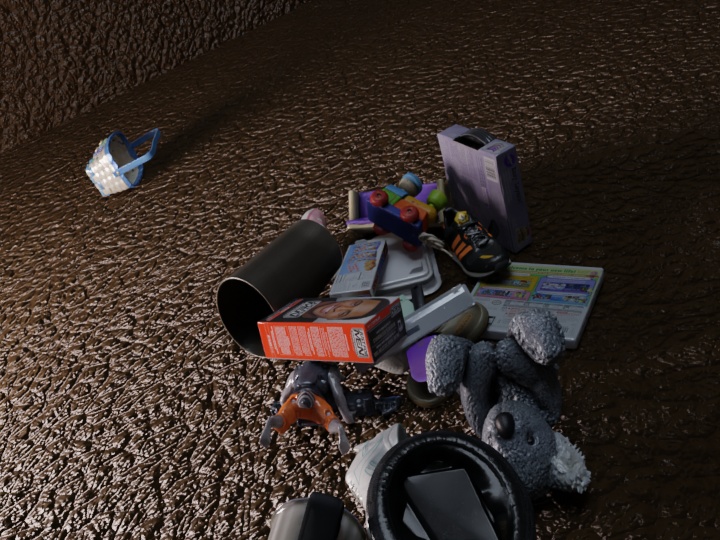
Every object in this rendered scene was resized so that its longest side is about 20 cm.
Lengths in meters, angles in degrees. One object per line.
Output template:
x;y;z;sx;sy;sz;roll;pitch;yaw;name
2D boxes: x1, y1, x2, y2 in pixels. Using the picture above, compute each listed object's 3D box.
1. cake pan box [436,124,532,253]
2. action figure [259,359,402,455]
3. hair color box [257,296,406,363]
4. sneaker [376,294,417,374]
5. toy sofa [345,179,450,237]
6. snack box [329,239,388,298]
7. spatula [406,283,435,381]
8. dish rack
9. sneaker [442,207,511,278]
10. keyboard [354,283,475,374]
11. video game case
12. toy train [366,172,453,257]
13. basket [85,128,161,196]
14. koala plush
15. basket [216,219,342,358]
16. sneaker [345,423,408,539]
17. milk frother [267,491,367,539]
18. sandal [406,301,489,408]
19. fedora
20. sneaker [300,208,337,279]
0.220;-0.153;1.384;0.052;0.203;0.184;-29;31;-18;cake pan box
-0.043;0.175;1.075;0.195;0.107;0.194;-8;21;5;action figure
-0.042;0.084;1.120;0.196;0.063;0.101;-2;19;34;hair color box
0.016;0.083;1.225;0.197;0.075;0.119;19;51;30;sneaker
0.070;-0.120;1.470;0.195;0.085;0.097;-5;-9;24;toy sofa
0.000;0.000;1.305;0.070;0.025;0.201;-9;23;14;snack box
0.090;0.084;1.135;0.056;0.021;0.202;-28;31;17;spatula
0.052;-0.013;1.396;0.167;0.044;0.201;-14;30;5;dish rack
0.187;-0.053;1.321;0.069;0.092;0.200;-27;20;-7;sneaker
0.075;0.085;1.120;0.197;0.011;0.057;-32;35;6;keyboard
0.266;0.049;1.217;0.196;0.022;0.183;4;37;31;video game case
0.115;-0.096;1.352;0.198;0.086;0.116;30;58;31;toy train
-0.629;-0.300;2.073;0.196;0.141;0.177;-24;29;6;basket
0.189;0.187;0.937;0.174;0.185;0.203;-18;51;13;koala plush
-0.128;0.017;1.291;0.134;0.182;0.201;31;53;13;basket
0.022;0.269;0.944;0.079;0.072;0.201;-22;17;14;sneaker
-0.015;0.351;0.790;0.197;0.182;0.190;30;35;-8;milk frother
0.124;0.112;1.137;0.079;0.055;0.201;12;53;38;sandal
0.095;0.280;0.842;0.195;0.093;0.203;-1;43;0;fedora
-0.071;-0.045;1.471;0.102;0.076;0.202;-8;39;22;sneaker
